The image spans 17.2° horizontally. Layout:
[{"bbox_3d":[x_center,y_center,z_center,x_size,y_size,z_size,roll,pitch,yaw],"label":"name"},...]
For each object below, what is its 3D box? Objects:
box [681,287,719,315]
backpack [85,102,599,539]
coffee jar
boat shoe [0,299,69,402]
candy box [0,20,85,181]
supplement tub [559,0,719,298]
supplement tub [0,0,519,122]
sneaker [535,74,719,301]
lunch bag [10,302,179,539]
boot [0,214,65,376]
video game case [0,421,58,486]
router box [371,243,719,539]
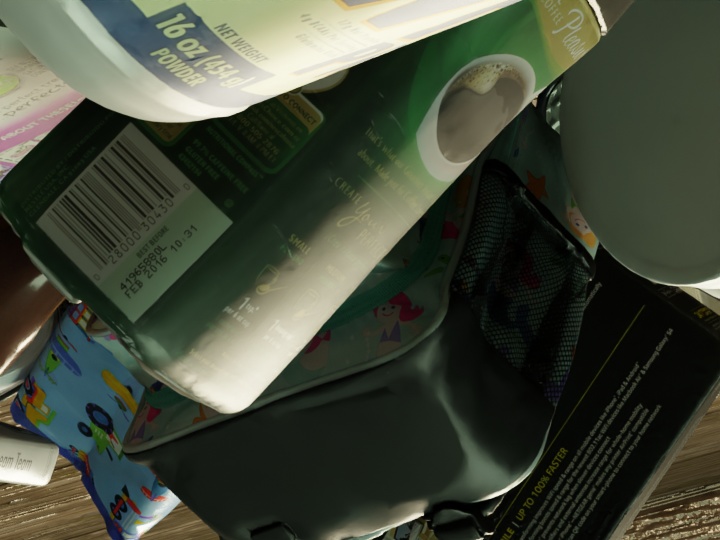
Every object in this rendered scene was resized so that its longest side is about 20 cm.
[{"bbox_3d":[0.216,0.004,1.346,0.077,0.095,0.200,-15,169,1],"label":"box"},{"bbox_3d":[0.000,0.000,0.925,0.177,0.151,0.200,-23,-155,34],"label":"backpack"},{"bbox_3d":[-0.005,-0.058,0.689,0.200,0.085,0.104,-45,158,0],"label":"coffee jar"},{"bbox_3d":[-0.227,0.053,1.151,0.199,0.070,0.066,-24,164,8],"label":"boat shoe"},{"bbox_3d":[-0.133,-0.072,0.714,0.136,0.061,0.200,-20,167,26],"label":"candy box"},{"bbox_3d":[0.190,-0.060,0.921,0.199,0.146,0.145,-3,163,-39],"label":"supplement tub"},{"bbox_3d":[0.019,-0.125,0.457,0.199,0.146,0.145,-19,166,23],"label":"supplement tub"},{"bbox_3d":[0.155,-0.055,1.069,0.202,0.146,0.077,37,117,-20],"label":"sneaker"},{"bbox_3d":[-0.047,0.017,1.109,0.200,0.094,0.151,-35,171,-35],"label":"lunch bag"},{"bbox_3d":[-0.087,-0.013,0.835,0.199,0.069,0.188,-20,-161,31],"label":"boot"},{"bbox_3d":[-0.245,0.043,0.948,0.199,0.024,0.182,17,177,20],"label":"video game case"},{"bbox_3d":[0.056,0.072,1.048,0.200,0.149,0.051,-57,167,13],"label":"router box"}]
